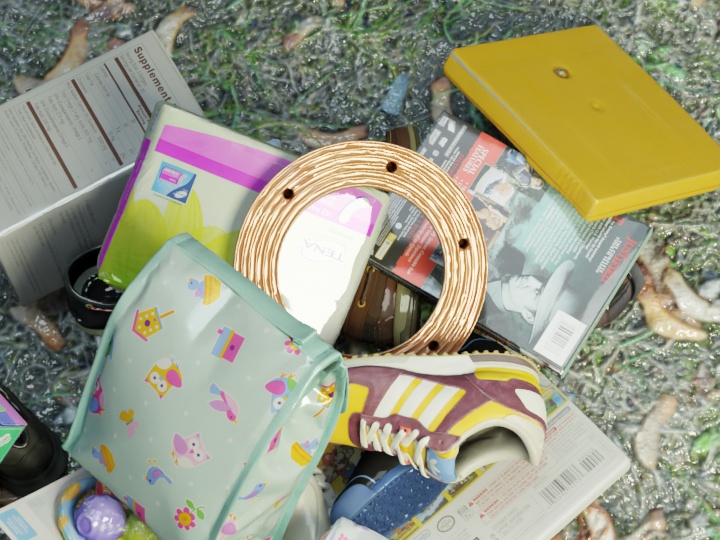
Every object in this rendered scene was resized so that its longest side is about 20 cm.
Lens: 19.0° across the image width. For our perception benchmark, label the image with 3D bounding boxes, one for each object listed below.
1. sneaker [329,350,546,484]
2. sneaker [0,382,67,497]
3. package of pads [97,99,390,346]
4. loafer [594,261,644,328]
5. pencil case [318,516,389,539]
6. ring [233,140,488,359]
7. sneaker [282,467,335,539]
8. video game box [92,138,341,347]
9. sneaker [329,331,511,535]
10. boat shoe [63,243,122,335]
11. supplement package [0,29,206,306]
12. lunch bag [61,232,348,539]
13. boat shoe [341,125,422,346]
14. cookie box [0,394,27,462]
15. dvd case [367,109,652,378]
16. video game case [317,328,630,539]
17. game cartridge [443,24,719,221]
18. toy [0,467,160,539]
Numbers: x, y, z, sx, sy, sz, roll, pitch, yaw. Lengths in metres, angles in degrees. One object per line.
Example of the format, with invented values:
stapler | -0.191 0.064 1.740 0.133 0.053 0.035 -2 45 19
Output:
sneaker | 0.039 0.115 1.606 0.199 0.075 0.090 -8 51 6
sneaker | -0.322 0.100 1.738 0.200 0.091 0.076 30 70 20
package of pads | -0.093 -0.025 1.679 0.199 0.068 0.155 21 94 -10
loafer | 0.136 -0.023 1.767 0.200 0.072 0.063 32 57 16
pencil case | 0.043 0.265 1.596 0.200 0.083 0.091 31 48 2
ring | 0.000 0.000 1.654 0.200 0.019 0.201 -1 96 -10
sneaker | -0.077 0.148 1.685 0.075 0.081 0.201 -29 64 19
video game box | -0.136 0.000 1.798 0.199 0.047 0.183 -17 64 -4
sneaker | 0.042 0.128 1.684 0.200 0.070 0.078 -40 55 -16
boat shoe | -0.141 0.001 1.740 0.201 0.063 0.074 -13 61 -3
supplement package | -0.224 -0.083 1.760 0.200 0.117 0.117 -27 62 -10
lunch bag | -0.107 0.092 1.577 0.170 0.200 0.122 39 29 25
boat shoe | 0.020 -0.032 1.785 0.067 0.072 0.201 2 65 4
cookie box | -0.381 0.139 1.677 0.171 0.075 0.200 44 110 23
dvd case | 0.113 -0.023 1.730 0.200 0.022 0.146 29 76 14
video game case | 0.082 0.156 1.711 0.200 0.023 0.182 -39 66 -14
game cartridge | 0.191 -0.125 1.787 0.176 0.032 0.200 -13 51 -37
toy | -0.171 0.181 1.641 0.115 0.047 0.200 44 33 16
